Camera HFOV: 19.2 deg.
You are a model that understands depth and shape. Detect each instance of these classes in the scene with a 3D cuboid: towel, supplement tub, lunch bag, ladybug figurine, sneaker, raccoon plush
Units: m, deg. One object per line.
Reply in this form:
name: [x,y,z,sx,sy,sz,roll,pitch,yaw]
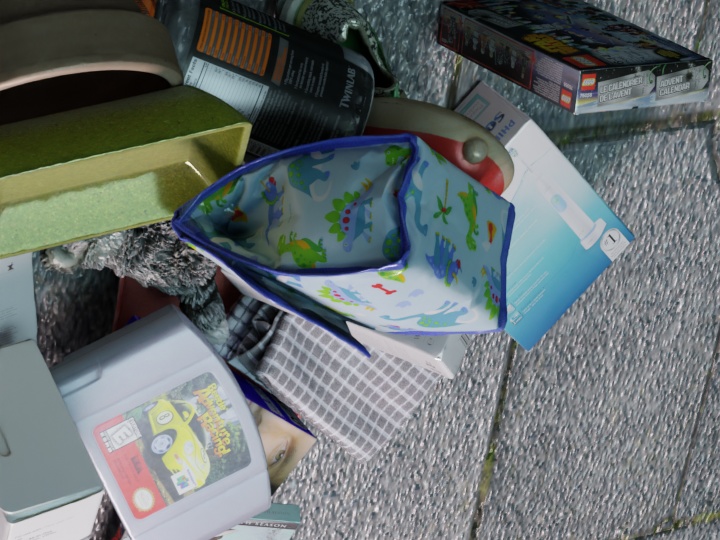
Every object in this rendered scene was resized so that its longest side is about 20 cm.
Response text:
towel: [-0.008,0.057,1.810,0.166,0.086,0.200,-49,133,0]
supplement tub: [-0.101,-0.141,1.620,0.199,0.123,0.123,21,106,-19]
lunch bag: [-0.013,-0.016,1.547,0.170,0.199,0.128,33,60,-56]
ladybug figurine: [0.044,-0.080,1.670,0.135,0.200,0.072,28,78,-17]
sneaker: [0.002,-0.149,1.732,0.077,0.089,0.200,-41,133,-6]
raccoon plush: [-0.179,0.004,1.665,0.134,0.097,0.201,-23,119,-14]

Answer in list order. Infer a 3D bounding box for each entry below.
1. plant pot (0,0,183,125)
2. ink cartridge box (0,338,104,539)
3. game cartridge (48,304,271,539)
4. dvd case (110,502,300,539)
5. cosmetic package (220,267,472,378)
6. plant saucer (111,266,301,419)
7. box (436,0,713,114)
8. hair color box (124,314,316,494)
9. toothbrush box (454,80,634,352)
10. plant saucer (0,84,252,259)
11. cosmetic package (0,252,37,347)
plant pot: [-0.237,-0.183,1.475,0.199,0.175,0.200,-15,168,-3]
ink cartridge box: [-0.275,0.170,1.654,0.084,0.146,0.200,-17,154,-27]
game cartridge: [-0.151,0.132,1.696,0.133,0.041,0.200,-29,118,-10]
dvd case: [-0.149,0.250,1.838,0.145,0.022,0.200,7,143,-19]
cosmetic package: [0.000,0.000,1.690,0.102,0.199,0.074,-66,162,-11]
plant saucer: [-0.132,0.067,1.812,0.199,0.037,0.200,-6,121,-31]
box: [0.173,-0.181,1.755,0.137,0.200,0.040,-9,116,-31]
hair color box: [-0.142,0.131,1.779,0.109,0.065,0.200,-52,134,5]
toothbrush box: [0.128,-0.046,1.887,0.146,0.085,0.200,-47,134,1]
plant saucer: [-0.185,-0.073,1.506,0.199,0.048,0.200,-14,167,-11]
cosmetic package: [-0.347,0.053,1.628,0.199,0.052,0.151,-19,141,-24]
